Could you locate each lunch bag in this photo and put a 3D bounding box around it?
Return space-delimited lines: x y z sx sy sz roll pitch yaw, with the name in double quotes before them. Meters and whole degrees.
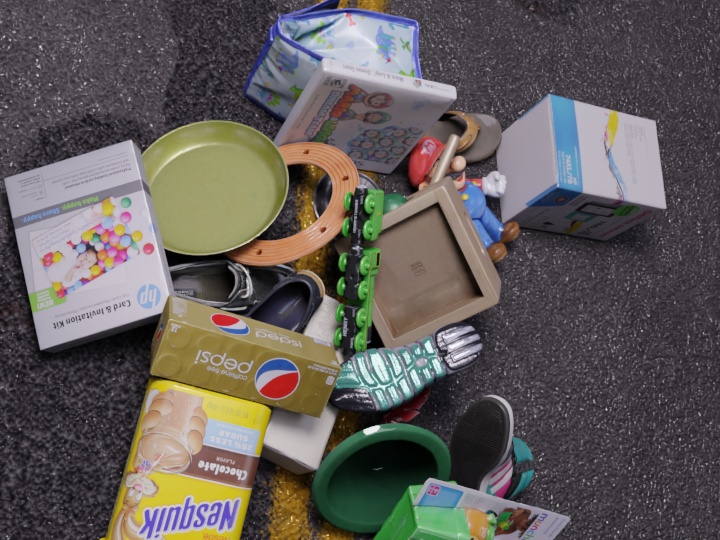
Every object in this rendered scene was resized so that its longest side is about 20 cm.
"lunch bag" -0.041 -0.263 1.100 0.196 0.170 0.130 3 71 -22

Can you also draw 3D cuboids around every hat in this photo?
"hat" 0.016 0.206 1.048 0.197 0.167 0.177 16 25 -26

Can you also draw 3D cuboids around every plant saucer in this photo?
"plant saucer" -0.184 -0.097 1.020 0.196 0.031 0.203 -1 59 1

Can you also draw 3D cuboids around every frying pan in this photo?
"frying pan" -0.042 -0.084 1.124 0.187 0.031 0.117 -10 77 -31

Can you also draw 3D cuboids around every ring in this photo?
"ring" -0.094 -0.082 1.036 0.197 0.019 0.203 -10 49 11

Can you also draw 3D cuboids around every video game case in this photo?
"video game case" 0.000 -0.192 1.078 0.179 0.200 0.024 6 65 -23

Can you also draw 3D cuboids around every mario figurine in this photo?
"mario figurine" 0.149 -0.108 1.170 0.200 0.106 0.124 47 16 -12

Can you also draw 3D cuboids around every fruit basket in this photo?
"fruit basket" 0.123 0.336 0.986 0.197 0.187 0.094 22 29 -15

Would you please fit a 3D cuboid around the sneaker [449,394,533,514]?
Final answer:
"sneaker" 0.174 0.229 1.052 0.083 0.203 0.120 32 34 31

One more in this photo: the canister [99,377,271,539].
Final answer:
"canister" -0.186 0.229 0.893 0.146 0.086 0.204 17 79 -18

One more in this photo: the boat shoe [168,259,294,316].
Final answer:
"boat shoe" -0.157 0.024 1.006 0.197 0.071 0.073 -7 76 -27

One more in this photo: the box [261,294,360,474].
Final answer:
"box" -0.062 0.137 1.016 0.081 0.068 0.202 30 64 -14

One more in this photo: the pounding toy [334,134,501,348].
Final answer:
"pounding toy" 0.081 -0.039 1.066 0.202 0.182 0.142 63 15 -6

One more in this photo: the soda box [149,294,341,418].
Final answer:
"soda box" -0.125 0.095 0.907 0.197 0.064 0.069 18 107 -19

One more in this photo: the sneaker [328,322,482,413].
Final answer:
"sneaker" 0.052 0.129 1.010 0.197 0.088 0.076 -17 71 -10

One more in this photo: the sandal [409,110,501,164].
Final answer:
"sandal" 0.129 -0.207 1.228 0.197 0.054 0.083 3 72 -24

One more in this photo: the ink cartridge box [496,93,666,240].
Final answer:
"ink cartridge box" 0.327 -0.148 1.250 0.197 0.147 0.149 7 69 -22

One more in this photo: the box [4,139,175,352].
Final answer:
"box" -0.302 -0.027 0.937 0.153 0.041 0.204 -16 81 0

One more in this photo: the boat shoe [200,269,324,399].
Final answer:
"boat shoe" -0.118 0.081 0.978 0.074 0.062 0.200 42 90 2

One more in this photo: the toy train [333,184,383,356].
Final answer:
"toy train" 0.000 0.000 0.986 0.056 0.041 0.204 -16 113 -61
